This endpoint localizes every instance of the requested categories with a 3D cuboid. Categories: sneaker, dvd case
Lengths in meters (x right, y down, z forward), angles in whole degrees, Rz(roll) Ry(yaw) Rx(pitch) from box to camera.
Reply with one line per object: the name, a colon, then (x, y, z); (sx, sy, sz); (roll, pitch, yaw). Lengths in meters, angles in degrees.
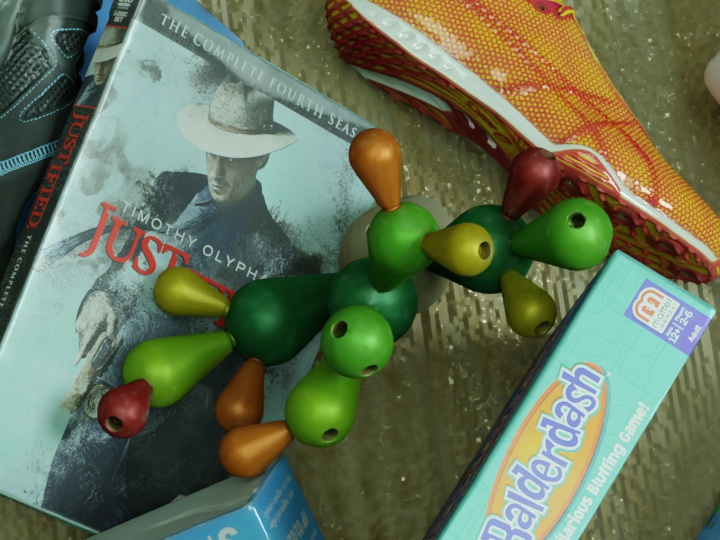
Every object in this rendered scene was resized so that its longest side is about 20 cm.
sneaker: (0.079, -0.072, 1.115); (0.200, 0.073, 0.077); (41, 71, 2)
dvd case: (-0.074, 0.009, 1.076); (0.146, 0.022, 0.200); (29, 76, -37)
sneaker: (-0.139, -0.082, 1.077); (0.082, 0.073, 0.200); (45, 60, -34)

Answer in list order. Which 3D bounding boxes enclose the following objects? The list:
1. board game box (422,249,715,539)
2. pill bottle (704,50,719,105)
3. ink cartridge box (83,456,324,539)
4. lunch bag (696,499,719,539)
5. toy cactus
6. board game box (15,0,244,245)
board game box: (0.062, 0.082, 1.022); (0.045, 0.200, 0.152); (32, 80, 3)
pill bottle: (0.241, -0.038, 1.095); (0.111, 0.111, 0.200); (-39, 85, -8)
ink cartridge box: (-0.042, 0.187, 1.030); (0.115, 0.068, 0.200); (-24, 98, 13)
lunch bag: (0.240, 0.141, 1.089); (0.200, 0.094, 0.151); (34, 81, -9)
toy cactus: (0.000, 0.000, 1.045); (0.200, 0.165, 0.102); (-30, 98, 17)
board game box: (-0.145, -0.072, 1.122); (0.200, 0.039, 0.158); (41, 75, 2)
